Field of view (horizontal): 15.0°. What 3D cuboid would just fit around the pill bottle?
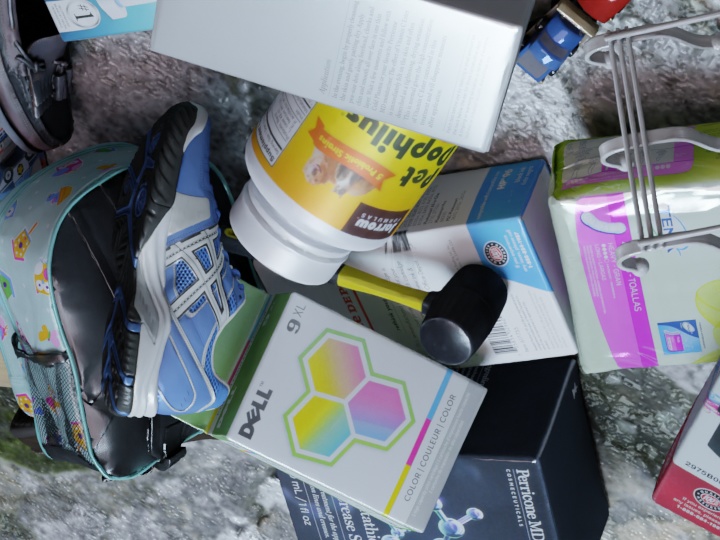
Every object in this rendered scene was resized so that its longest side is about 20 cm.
[{"bbox_3d":[0.003,-0.090,1.670,0.109,0.109,0.200,33,116,-7],"label":"pill bottle"}]

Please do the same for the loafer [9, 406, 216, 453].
[{"bbox_3d":[-0.164,0.111,1.975,0.199,0.073,0.072,-8,124,28],"label":"loafer"}]

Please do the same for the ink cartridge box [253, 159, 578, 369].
[{"bbox_3d":[0.043,0.003,1.798,0.199,0.068,0.116,-8,125,27],"label":"ink cartridge box"}]

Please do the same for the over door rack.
[{"bbox_3d":[0.236,-0.087,1.580,0.199,0.149,0.067,-16,159,22],"label":"over door rack"}]

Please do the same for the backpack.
[{"bbox_3d":[-0.160,0.014,1.821,0.153,0.175,0.201,22,131,49],"label":"backpack"}]

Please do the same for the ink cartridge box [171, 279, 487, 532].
[{"bbox_3d":[-0.031,0.080,1.754,0.199,0.104,0.059,27,171,-12],"label":"ink cartridge box"}]

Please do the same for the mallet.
[{"bbox_3d":[0.000,0.000,1.748,0.199,0.066,0.041,23,133,24],"label":"mallet"}]

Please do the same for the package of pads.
[{"bbox_3d":[0.222,-0.019,1.686,0.199,0.068,0.155,-6,128,12],"label":"package of pads"}]

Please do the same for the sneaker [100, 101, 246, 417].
[{"bbox_3d":[-0.113,-0.005,1.713,0.077,0.201,0.076,9,176,-20],"label":"sneaker"}]

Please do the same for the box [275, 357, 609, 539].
[{"bbox_3d":[0.056,0.146,1.892,0.199,0.107,0.149,0,129,22],"label":"box"}]

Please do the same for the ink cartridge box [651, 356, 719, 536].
[{"bbox_3d":[0.278,0.092,1.644,0.145,0.083,0.200,28,143,7],"label":"ink cartridge box"}]

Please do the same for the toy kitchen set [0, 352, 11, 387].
[{"bbox_3d":[-0.345,0.033,1.912,0.162,0.181,0.201,6,132,19],"label":"toy kitchen set"}]

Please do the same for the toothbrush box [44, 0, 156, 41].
[{"bbox_3d":[-0.109,-0.230,1.645,0.199,0.085,0.147,-5,126,27],"label":"toothbrush box"}]

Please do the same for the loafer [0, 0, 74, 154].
[{"bbox_3d":[-0.218,-0.163,1.765,0.063,0.072,0.201,-4,125,20],"label":"loafer"}]

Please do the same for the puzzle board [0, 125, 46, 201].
[{"bbox_3d":[-0.265,-0.027,1.810,0.017,0.200,0.151,13,134,24],"label":"puzzle board"}]

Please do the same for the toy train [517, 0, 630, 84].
[{"bbox_3d":[0.152,-0.170,1.615,0.034,0.046,0.200,37,133,-11],"label":"toy train"}]

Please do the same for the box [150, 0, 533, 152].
[{"bbox_3d":[-0.002,-0.165,1.519,0.199,0.125,0.098,18,135,3],"label":"box"}]
